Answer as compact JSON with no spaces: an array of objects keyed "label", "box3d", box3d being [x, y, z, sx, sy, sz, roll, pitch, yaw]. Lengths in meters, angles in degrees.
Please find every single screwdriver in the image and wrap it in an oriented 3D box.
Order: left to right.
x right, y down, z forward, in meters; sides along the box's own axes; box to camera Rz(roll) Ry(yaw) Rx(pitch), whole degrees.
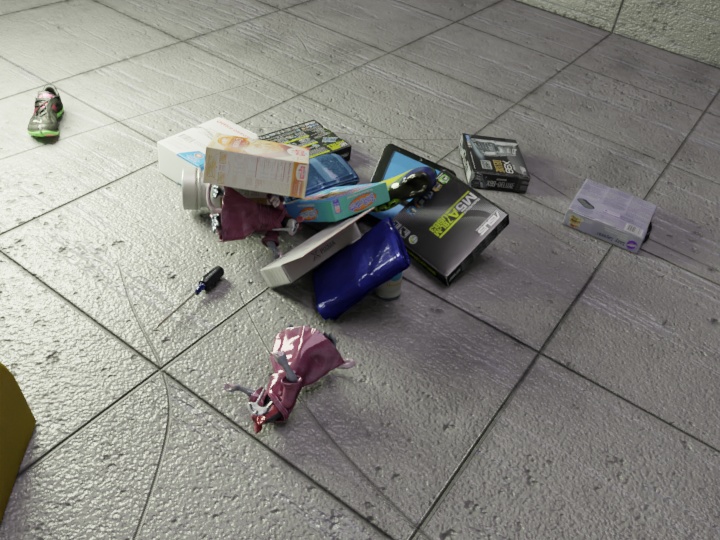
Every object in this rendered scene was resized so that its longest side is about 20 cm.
[{"label":"screwdriver","box3d":[-0.314,0.053,1.263,0.029,0.028,0.201,41,43,-7]}]

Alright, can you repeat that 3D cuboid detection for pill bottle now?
[{"label":"pill bottle","box3d":[-0.284,-0.175,1.475,0.196,0.116,0.115,0,39,-10]}]

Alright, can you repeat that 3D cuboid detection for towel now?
[{"label":"towel","box3d":[-0.107,-0.220,1.606,0.198,0.049,0.112,-23,61,-33]},{"label":"towel","box3d":[0.000,0.000,1.295,0.198,0.050,0.149,-33,34,15]}]

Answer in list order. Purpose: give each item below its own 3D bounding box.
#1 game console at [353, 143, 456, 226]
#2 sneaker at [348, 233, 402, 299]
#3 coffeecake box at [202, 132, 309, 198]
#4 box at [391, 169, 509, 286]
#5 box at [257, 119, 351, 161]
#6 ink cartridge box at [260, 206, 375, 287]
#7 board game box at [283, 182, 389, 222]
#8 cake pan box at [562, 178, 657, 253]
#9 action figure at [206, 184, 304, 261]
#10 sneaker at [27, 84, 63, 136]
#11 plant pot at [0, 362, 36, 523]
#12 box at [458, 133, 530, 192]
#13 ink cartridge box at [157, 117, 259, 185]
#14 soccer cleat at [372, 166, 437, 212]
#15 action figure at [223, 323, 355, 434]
[{"label":"game console","box3d":[0.091,-0.178,1.554,0.198,0.120,0.170,27,41,21]},{"label":"sneaker","box3d":[0.025,-0.033,1.393,0.076,0.082,0.200,-18,45,-28]},{"label":"coffeecake box","box3d":[-0.202,-0.212,1.358,0.196,0.074,0.154,8,20,-7]},{"label":"box","box3d":[0.183,-0.096,1.455,0.200,0.048,0.193,-43,57,-10]},{"label":"box","box3d":[-0.146,-0.309,1.726,0.198,0.045,0.160,-26,51,-35]},{"label":"ink cartridge box","box3d":[-0.075,-0.043,1.313,0.199,0.045,0.175,-36,13,-33]},{"label":"board game box","box3d":[-0.055,-0.145,1.466,0.151,0.046,0.199,-23,15,-33]},{"label":"cake pan box","box3d":[0.617,-0.137,1.667,0.197,0.053,0.184,24,43,18]},{"label":"action figure","box3d":[-0.211,-0.103,1.397,0.197,0.136,0.149,6,17,-31]},{"label":"sneaker","box3d":[-0.775,-0.391,1.665,0.075,0.085,0.201,-4,40,-15]},{"label":"plant pot","box3d":[-0.564,0.205,0.885,0.190,0.202,0.197,3,39,-8]},{"label":"box","box3d":[0.349,-0.285,1.792,0.154,0.050,0.202,6,39,-5]},{"label":"ink cartridge box","box3d":[-0.354,-0.273,1.606,0.143,0.085,0.199,30,43,24]},{"label":"soccer cleat","box3d":[0.081,-0.179,1.500,0.198,0.066,0.084,-14,16,34]},{"label":"action figure","box3d":[-0.121,0.186,1.109,0.149,0.133,0.202,45,48,-22]}]
